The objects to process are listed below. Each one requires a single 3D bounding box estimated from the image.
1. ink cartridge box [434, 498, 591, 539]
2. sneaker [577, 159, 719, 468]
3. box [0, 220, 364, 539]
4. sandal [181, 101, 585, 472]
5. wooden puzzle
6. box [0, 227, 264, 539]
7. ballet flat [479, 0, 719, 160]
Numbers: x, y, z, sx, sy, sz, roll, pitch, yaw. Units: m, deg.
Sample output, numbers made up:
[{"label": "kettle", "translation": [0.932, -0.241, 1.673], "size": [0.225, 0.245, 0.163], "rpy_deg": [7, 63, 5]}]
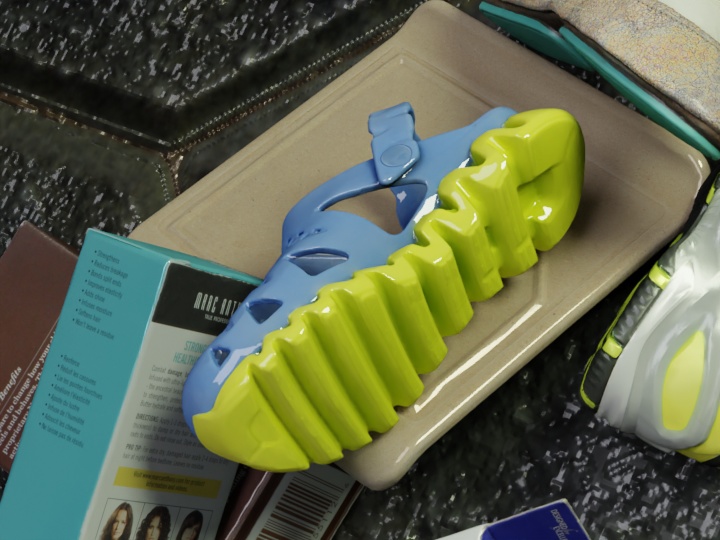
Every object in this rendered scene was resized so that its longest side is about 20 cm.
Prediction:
[{"label": "ink cartridge box", "translation": [0.002, 0.152, 0.837], "size": [0.199, 0.095, 0.037], "rpy_deg": [-21, 49, 11]}, {"label": "sneaker", "translation": [0.167, -0.012, 0.853], "size": [0.076, 0.075, 0.200], "rpy_deg": [35, 87, 4]}, {"label": "box", "translation": [-0.098, 0.069, 0.967], "size": [0.200, 0.075, 0.100], "rpy_deg": [31, 89, 34]}, {"label": "sandal", "translation": [0.000, 0.000, 0.848], "size": [0.087, 0.080, 0.200], "rpy_deg": [25, 53, 35]}, {"label": "wooden puzzle", "translation": [0.021, -0.015, 0.924], "size": [0.200, 0.037, 0.185], "rpy_deg": [-41, 51, -18]}, {"label": "box", "translation": [-0.097, 0.090, 0.859], "size": [0.049, 0.082, 0.201], "rpy_deg": [19, 92, 36]}, {"label": "ballet flat", "translation": [0.108, -0.108, 0.884], "size": [0.067, 0.068, 0.200], "rpy_deg": [-53, 33, 5]}]
